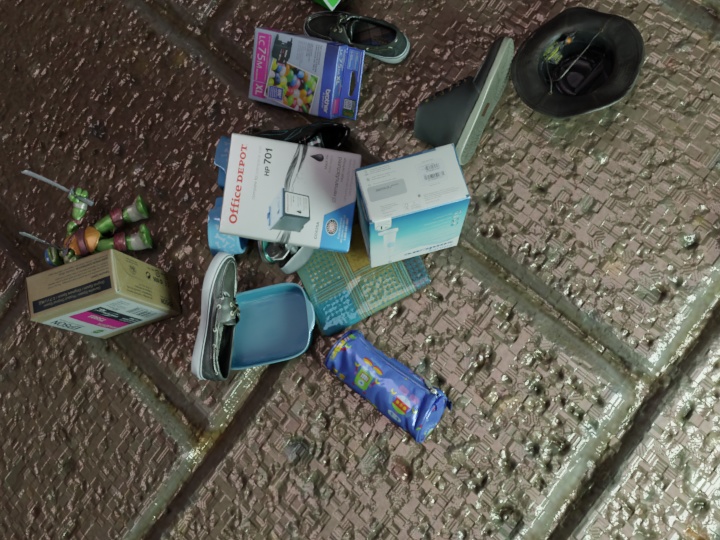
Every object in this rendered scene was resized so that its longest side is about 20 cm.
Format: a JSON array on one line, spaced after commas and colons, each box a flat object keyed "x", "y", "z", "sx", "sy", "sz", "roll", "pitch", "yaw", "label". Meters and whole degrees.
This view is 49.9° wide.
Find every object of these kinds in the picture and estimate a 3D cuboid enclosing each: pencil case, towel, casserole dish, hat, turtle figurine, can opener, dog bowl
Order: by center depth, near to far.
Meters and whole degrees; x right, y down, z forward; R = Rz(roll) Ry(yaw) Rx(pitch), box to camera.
[{"x": 0.040, "y": 0.167, "z": 1.159, "sx": 0.198, "sy": 0.078, "sz": 0.088, "roll": 35, "pitch": 119, "yaw": 20, "label": "pencil case"}, {"x": 0.330, "y": -0.293, "z": 1.164, "sx": 0.196, "sy": 0.081, "sz": 0.205, "roll": -13, "pitch": 61, "yaw": 24, "label": "hat"}, {"x": 0.000, "y": 0.000, "z": 1.239, "sx": 0.197, "sy": 0.022, "sz": 0.149, "roll": -27, "pitch": 72, "yaw": 9, "label": "towel"}, {"x": -0.153, "y": 0.092, "z": 1.248, "sx": 0.196, "sy": 0.039, "sz": 0.124, "roll": -13, "pitch": 75, "yaw": 21, "label": "casserole dish"}, {"x": -0.078, "y": -0.087, "z": 1.257, "sx": 0.053, "sy": 0.067, "sz": 0.201, "roll": 19, "pitch": 66, "yaw": 49, "label": "can opener"}, {"x": -0.211, "y": -0.121, "z": 1.286, "sx": 0.048, "sy": 0.112, "sz": 0.205, "roll": 3, "pitch": 79, "yaw": 4, "label": "dog bowl"}, {"x": -0.465, "y": -0.076, "z": 1.320, "sx": 0.189, "sy": 0.144, "sz": 0.204, "roll": -15, "pitch": 117, "yaw": -5, "label": "turtle figurine"}]

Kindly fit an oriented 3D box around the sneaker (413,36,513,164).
[{"x": 0.156, "y": -0.279, "z": 1.203, "sx": 0.105, "sy": 0.074, "sz": 0.203, "roll": 30, "pitch": 102, "yaw": 22, "label": "sneaker"}]

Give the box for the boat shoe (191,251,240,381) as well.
[{"x": -0.218, "y": 0.075, "z": 1.228, "sx": 0.055, "sy": 0.068, "sz": 0.205, "roll": 10, "pitch": 91, "yaw": 22, "label": "boat shoe"}]

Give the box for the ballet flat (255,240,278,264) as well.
[{"x": -0.152, "y": -0.111, "z": 1.290, "sx": 0.071, "sy": 0.073, "sz": 0.206, "roll": 4, "pitch": 86, "yaw": 18, "label": "ballet flat"}]

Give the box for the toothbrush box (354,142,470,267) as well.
[{"x": 0.071, "y": -0.087, "z": 1.123, "sx": 0.143, "sy": 0.200, "sz": 0.087, "roll": -15, "pitch": 72, "yaw": -2, "label": "toothbrush box"}]

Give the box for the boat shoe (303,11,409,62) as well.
[{"x": -0.011, "y": -0.401, "z": 1.296, "sx": 0.196, "sy": 0.057, "sz": 0.070, "roll": 18, "pitch": 84, "yaw": 19, "label": "boat shoe"}]

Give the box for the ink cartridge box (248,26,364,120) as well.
[{"x": -0.093, "y": -0.329, "z": 1.301, "sx": 0.196, "sy": 0.042, "sz": 0.122, "roll": 17, "pitch": 112, "yaw": 18, "label": "ink cartridge box"}]

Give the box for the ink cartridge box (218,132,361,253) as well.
[{"x": -0.107, "y": -0.114, "z": 1.163, "sx": 0.195, "sy": 0.086, "sz": 0.150, "roll": 8, "pitch": 92, "yaw": -10, "label": "ink cartridge box"}]

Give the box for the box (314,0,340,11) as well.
[{"x": -0.073, "y": -0.570, "z": 1.311, "sx": 0.178, "sy": 0.096, "sz": 0.199, "roll": -51, "pitch": 53, "yaw": 1, "label": "box"}]

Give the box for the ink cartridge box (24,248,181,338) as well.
[{"x": -0.412, "y": 0.043, "z": 1.262, "sx": 0.161, "sy": 0.200, "sz": 0.077, "roll": -18, "pitch": 73, "yaw": 13, "label": "ink cartridge box"}]

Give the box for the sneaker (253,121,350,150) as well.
[{"x": -0.104, "y": -0.198, "z": 1.231, "sx": 0.197, "sy": 0.079, "sz": 0.077, "roll": -26, "pitch": 103, "yaw": -24, "label": "sneaker"}]
